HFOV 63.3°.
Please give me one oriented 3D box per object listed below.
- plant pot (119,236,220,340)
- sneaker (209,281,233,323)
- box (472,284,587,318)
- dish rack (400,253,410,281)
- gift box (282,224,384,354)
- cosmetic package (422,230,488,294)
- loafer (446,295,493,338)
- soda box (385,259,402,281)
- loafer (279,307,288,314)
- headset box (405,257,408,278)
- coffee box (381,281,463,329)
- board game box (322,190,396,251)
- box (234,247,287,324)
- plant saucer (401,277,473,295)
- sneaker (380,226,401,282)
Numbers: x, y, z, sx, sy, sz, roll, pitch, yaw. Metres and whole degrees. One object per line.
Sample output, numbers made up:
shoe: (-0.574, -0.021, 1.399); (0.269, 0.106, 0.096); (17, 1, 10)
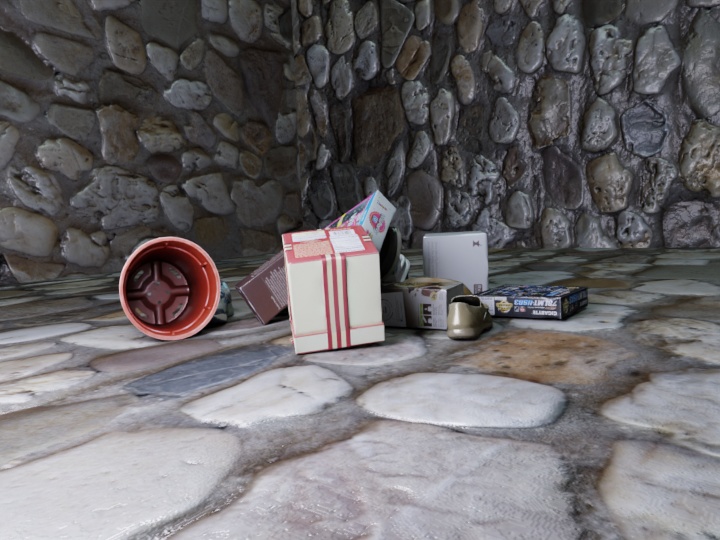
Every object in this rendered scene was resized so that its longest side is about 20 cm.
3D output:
plant pot: (-0.418, 0.043, 1.249); (0.196, 0.207, 0.194); (-5, -2, -27)
sneaker: (-0.345, 0.073, 1.362); (0.075, 0.089, 0.200); (-4, 5, -4)
box: (0.372, 0.065, 1.274); (0.195, 0.051, 0.198); (2, 7, 36)
dish rack: (0.016, 0.005, 1.493); (0.195, 0.044, 0.174); (8, 50, 22)
gift box: (-0.047, 0.033, 1.058); (0.179, 0.192, 0.201); (-5, 21, -4)
cosmetic package: (0.248, -0.014, 1.532); (0.160, 0.170, 0.200); (-2, 4, 9)
loafer: (0.209, 0.079, 1.105); (0.074, 0.070, 0.199); (-1, 6, 18)
soda box: (0.000, 0.000, 1.418); (0.194, 0.070, 0.064); (2, 40, 16)
loafer: (-0.171, 0.064, 1.432); (0.196, 0.075, 0.072); (-8, 8, -35)
headset box: (0.045, 0.003, 1.933); (0.146, 0.077, 0.198); (1, 7, 39)
coffee box: (0.104, 0.068, 1.207); (0.195, 0.082, 0.112); (0, 6, 28)
board game box: (-0.026, -0.061, 1.238); (0.198, 0.064, 0.150); (-29, 29, 43)
box: (-0.174, 0.018, 1.320); (0.199, 0.101, 0.075); (-38, 17, -18)
plant saucer: (0.168, 0.046, 1.349); (0.194, 0.037, 0.200); (4, -10, 1)
sneaker: (0.012, -0.020, 1.284); (0.104, 0.202, 0.076); (7, 45, -24)
